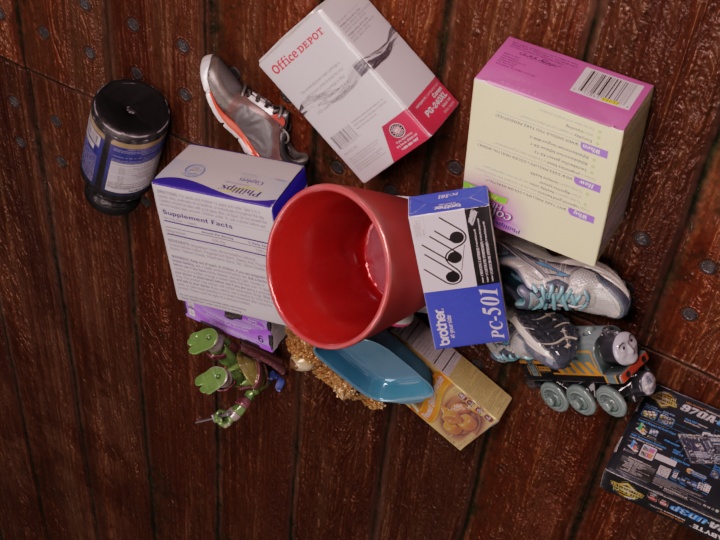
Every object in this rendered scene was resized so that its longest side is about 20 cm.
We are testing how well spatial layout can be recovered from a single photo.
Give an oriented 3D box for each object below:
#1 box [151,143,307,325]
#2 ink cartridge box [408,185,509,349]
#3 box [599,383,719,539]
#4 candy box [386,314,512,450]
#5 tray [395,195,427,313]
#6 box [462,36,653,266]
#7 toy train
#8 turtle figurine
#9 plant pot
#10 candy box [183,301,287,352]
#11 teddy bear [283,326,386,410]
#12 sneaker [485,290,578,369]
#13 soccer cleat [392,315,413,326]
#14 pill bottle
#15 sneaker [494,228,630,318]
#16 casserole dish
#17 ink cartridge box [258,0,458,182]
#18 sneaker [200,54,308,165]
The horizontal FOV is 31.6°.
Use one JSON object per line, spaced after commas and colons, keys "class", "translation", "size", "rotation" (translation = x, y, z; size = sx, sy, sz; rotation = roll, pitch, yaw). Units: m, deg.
{"class": "box", "translation": [-0.160, -0.048, 1.693], "size": [0.183, 0.105, 0.201], "rotation": [12, 132, 22]}
{"class": "ink cartridge box", "translation": [0.118, 0.000, 1.500], "size": [0.093, 0.044, 0.201], "rotation": [-8, 126, 8]}
{"class": "box", "translation": [0.421, 0.243, 1.588], "size": [0.199, 0.159, 0.046], "rotation": [22, 142, 19]}
{"class": "candy box", "translation": [0.107, 0.160, 1.843], "size": [0.200, 0.055, 0.115], "rotation": [40, 140, -1]}
{"class": "tray", "translation": [0.069, -0.025, 1.720], "size": [0.107, 0.022, 0.201], "rotation": [9, 133, 34]}
{"class": "box", "translation": [0.217, -0.133, 1.436], "size": [0.175, 0.097, 0.201], "rotation": [23, 138, 20]}
{"class": "toy train", "translation": [0.285, 0.120, 1.625], "size": [0.200, 0.085, 0.114], "rotation": [-3, 120, 56]}
{"class": "turtle figurine", "translation": [-0.234, 0.169, 2.022], "size": [0.199, 0.145, 0.194], "rotation": [13, 167, 18]}
{"class": "plant pot", "translation": [0.009, -0.013, 1.585], "size": [0.200, 0.177, 0.202], "rotation": [6, 100, 37]}
{"class": "candy box", "translation": [-0.190, 0.006, 1.918], "size": [0.167, 0.072, 0.201], "rotation": [21, 138, 23]}
{"class": "teddy bear", "translation": [-0.041, 0.145, 1.876], "size": [0.145, 0.067, 0.200], "rotation": [55, -167, 32]}
{"class": "sneaker", "translation": [0.205, 0.084, 1.616], "size": [0.200, 0.077, 0.087], "rotation": [44, 129, 54]}
{"class": "soccer cleat", "translation": [0.000, 0.000, 1.727], "size": [0.200, 0.070, 0.087], "rotation": [37, 122, 33]}
{"class": "pill bottle", "translation": [-0.344, -0.171, 1.837], "size": [0.112, 0.112, 0.200], "rotation": [35, 142, 5]}
{"class": "sneaker", "translation": [0.232, 0.023, 1.571], "size": [0.199, 0.086, 0.078], "rotation": [22, 137, 19]}
{"class": "casserole dish", "translation": [0.022, 0.125, 1.757], "size": [0.121, 0.039, 0.200], "rotation": [-10, 143, 36]}
{"class": "ink cartridge box", "translation": [-0.004, -0.226, 1.533], "size": [0.200, 0.083, 0.145], "rotation": [48, 141, -10]}
{"class": "sneaker", "translation": [-0.135, -0.209, 1.684], "size": [0.082, 0.077, 0.200], "rotation": [-25, 114, 21]}
